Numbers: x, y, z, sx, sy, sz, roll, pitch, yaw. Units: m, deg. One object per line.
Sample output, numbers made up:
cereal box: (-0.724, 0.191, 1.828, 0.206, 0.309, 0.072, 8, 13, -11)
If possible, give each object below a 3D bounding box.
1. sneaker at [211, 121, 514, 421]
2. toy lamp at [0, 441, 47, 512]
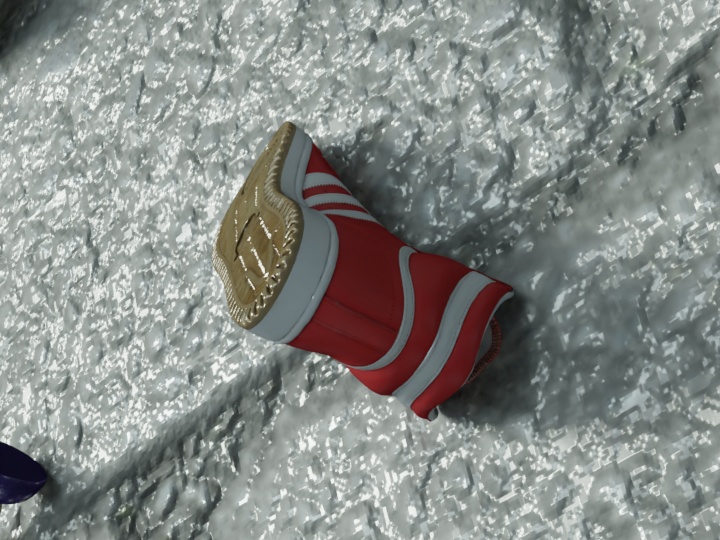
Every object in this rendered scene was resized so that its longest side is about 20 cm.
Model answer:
sneaker: (0.000, 0.000, 0.756, 0.071, 0.112, 0.200, -60, 15, 15)
toy lamp: (-0.231, 0.188, 0.918, 0.058, 0.058, 0.200, 34, 102, 45)
